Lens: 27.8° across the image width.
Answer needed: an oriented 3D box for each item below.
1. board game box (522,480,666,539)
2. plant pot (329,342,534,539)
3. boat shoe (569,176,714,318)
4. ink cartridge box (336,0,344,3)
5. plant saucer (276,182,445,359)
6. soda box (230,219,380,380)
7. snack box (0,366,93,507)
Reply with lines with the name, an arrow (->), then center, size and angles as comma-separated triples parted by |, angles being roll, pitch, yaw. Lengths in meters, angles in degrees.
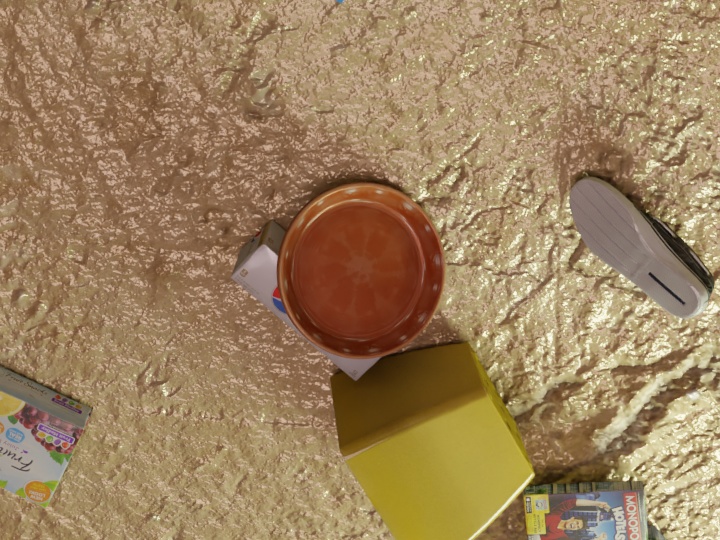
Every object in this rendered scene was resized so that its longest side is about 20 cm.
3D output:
board game box -> 0.311, 0.345, 1.839 | 0.198, 0.062, 0.201 | -4, 117, 7
plant pot -> 0.092, 0.203, 1.724 | 0.176, 0.200, 0.201 | -29, 111, 7
boat shoe -> 0.317, -0.030, 1.643 | 0.200, 0.071, 0.072 | 48, 127, 4
ink cartridge box -> -0.069, -0.391, 1.488 | 0.199, 0.084, 0.147 | 27, 117, -9
plant saucer -> 0.000, 0.000, 1.667 | 0.199, 0.032, 0.202 | -1, 94, -17
soda box -> -0.055, 0.035, 1.714 | 0.200, 0.068, 0.064 | 40, 114, -14
snack box -> -0.460, 0.199, 1.851 | 0.199, 0.053, 0.143 | 26, 118, -7
